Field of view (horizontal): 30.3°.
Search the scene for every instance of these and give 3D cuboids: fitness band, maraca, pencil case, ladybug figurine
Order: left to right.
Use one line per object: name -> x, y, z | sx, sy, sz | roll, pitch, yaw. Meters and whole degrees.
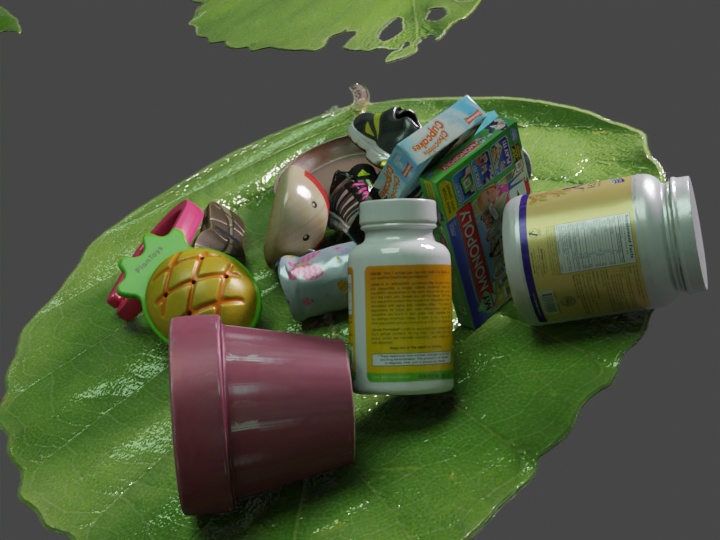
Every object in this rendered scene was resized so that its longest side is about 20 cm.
fitness band -> -0.271, -0.015, 1.774 | 0.143, 0.037, 0.201 | -39, 20, 33
maraca -> -0.211, 0.026, 1.638 | 0.199, 0.107, 0.137 | 35, 67, 21
ladybug figurine -> -0.081, -0.065, 1.718 | 0.071, 0.137, 0.200 | 13, 2, -5
pencil case -> 0.000, 0.000, 1.612 | 0.199, 0.084, 0.091 | -14, 23, 11

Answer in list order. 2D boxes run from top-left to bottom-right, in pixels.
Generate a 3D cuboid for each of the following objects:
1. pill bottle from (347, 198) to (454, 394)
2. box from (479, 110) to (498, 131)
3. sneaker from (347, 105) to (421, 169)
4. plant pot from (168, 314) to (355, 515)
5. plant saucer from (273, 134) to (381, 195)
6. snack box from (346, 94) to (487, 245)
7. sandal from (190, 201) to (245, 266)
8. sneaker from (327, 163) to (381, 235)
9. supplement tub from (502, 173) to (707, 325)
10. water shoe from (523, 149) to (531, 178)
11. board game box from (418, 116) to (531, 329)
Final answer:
pill bottle -> 0.042, 0.028, 1.406 | 0.110, 0.202, 0.111 | -1, -2, 0
box -> 0.125, -0.156, 1.718 | 0.082, 0.049, 0.200 | -35, -4, 26
sneaker -> 0.044, -0.182, 1.783 | 0.085, 0.074, 0.200 | -53, 24, 10
plant pot -> -0.100, 0.141, 1.359 | 0.178, 0.201, 0.200 | -5, 30, -5
plant saucer -> -0.024, -0.132, 1.884 | 0.199, 0.035, 0.201 | -15, 30, 9
snack box -> 0.061, -0.106, 1.501 | 0.116, 0.200, 0.037 | -38, 79, -30
sandal -> -0.197, -0.026, 1.785 | 0.054, 0.080, 0.200 | -47, 20, 21
sneaker -> 0.006, -0.092, 1.700 | 0.073, 0.088, 0.200 | -3, 8, -21
supplement tub -> 0.263, -0.024, 1.433 | 0.199, 0.146, 0.146 | -10, 32, 17
water shoe -> 0.133, -0.104, 1.712 | 0.199, 0.072, 0.079 | -34, 26, -27
board game box -> 0.141, -0.052, 1.494 | 0.134, 0.201, 0.029 | -39, 39, -28
